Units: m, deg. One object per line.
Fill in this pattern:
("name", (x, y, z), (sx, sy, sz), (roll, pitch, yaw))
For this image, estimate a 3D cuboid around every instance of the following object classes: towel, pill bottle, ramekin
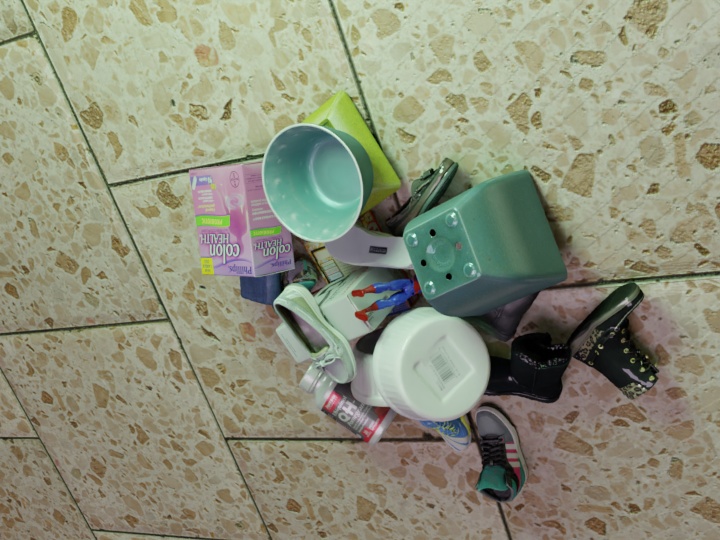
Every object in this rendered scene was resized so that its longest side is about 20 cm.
("towel", (-0.192, -0.038, 1.796), (0.111, 0.048, 0.203), (17, 112, 46))
("pill bottle", (-0.023, 0.259, 1.896), (0.199, 0.111, 0.111), (33, 130, 5))
("ramekin", (0.129, 0.166, 1.612), (0.201, 0.200, 0.098), (53, 165, -11))
("ramekin", (0.074, 0.171, 1.741), (0.200, 0.202, 0.095), (-3, 108, 29))

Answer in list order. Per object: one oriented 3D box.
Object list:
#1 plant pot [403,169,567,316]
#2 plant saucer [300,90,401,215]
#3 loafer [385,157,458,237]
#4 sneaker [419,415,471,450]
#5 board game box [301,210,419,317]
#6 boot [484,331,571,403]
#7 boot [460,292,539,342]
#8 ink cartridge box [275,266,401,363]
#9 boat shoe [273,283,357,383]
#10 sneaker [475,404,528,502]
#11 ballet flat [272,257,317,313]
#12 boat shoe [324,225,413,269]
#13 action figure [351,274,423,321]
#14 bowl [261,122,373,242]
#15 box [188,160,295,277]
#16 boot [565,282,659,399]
("plant pot", (0.181, -0.033, 1.502), (0.195, 0.199, 0.198), (-26, 80, 38))
("plant saucer", (-0.055, -0.181, 1.644), (0.199, 0.048, 0.201), (-32, 90, 36))
("loafer", (0.100, -0.125, 1.615), (0.063, 0.072, 0.201), (38, 132, 8))
("sneaker", (0.152, 0.294, 1.828), (0.075, 0.105, 0.201), (-15, 111, 34))
("board game box", (0.000, 0.000, 1.760), (0.150, 0.046, 0.201), (-18, 110, 35))
("boot", (0.275, 0.164, 1.664), (0.198, 0.077, 0.169), (11, 148, 14))
("boot", (0.238, 0.008, 1.625), (0.164, 0.066, 0.201), (28, 130, 8))
("ink cartridge box", (-0.037, 0.074, 1.702), (0.199, 0.145, 0.084), (-27, 102, 39))
("boat shoe", (-0.080, 0.120, 1.616), (0.074, 0.065, 0.203), (-22, 106, 38))
("sneaker", (0.261, 0.374, 1.811), (0.083, 0.121, 0.201), (-13, 113, 33))
("ballet flat", (-0.131, 0.027, 1.833), (0.072, 0.072, 0.200), (40, 150, 0))
("boat shoe", (0.029, -0.038, 1.651), (0.198, 0.070, 0.072), (8, 85, 31))
("action figure", (0.091, 0.037, 1.600), (0.098, 0.199, 0.066), (9, 112, 49))
("bowl", (-0.056, -0.157, 1.560), (0.199, 0.105, 0.203), (12, 114, 29))
("box", (-0.219, -0.096, 1.703), (0.175, 0.096, 0.203), (2, 102, 48))
("boot", (0.456, 0.122, 1.574), (0.153, 0.074, 0.204), (39, 137, 4))
